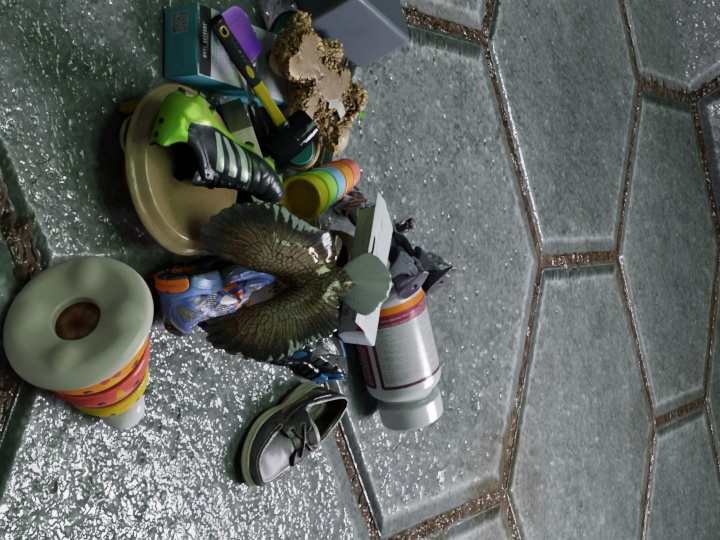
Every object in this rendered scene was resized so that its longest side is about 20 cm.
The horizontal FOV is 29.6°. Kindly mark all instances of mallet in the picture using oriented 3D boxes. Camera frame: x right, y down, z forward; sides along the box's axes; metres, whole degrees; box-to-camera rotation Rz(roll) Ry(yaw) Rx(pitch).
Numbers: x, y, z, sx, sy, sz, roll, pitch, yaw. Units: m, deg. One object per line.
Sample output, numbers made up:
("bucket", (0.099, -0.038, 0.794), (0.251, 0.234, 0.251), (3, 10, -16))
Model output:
("mallet", (-0.108, -0.213, 1.548), (0.066, 0.041, 0.201), (-35, 127, -15))

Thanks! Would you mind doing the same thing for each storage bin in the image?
("storage bin", (-0.011, -0.359, 1.739), (0.200, 0.145, 0.135), (25, 42, -60))

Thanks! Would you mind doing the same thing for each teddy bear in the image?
("teddy bear", (-0.057, -0.226, 1.668), (0.200, 0.066, 0.146), (23, 84, -56))

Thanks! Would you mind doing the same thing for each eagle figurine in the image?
("eagle figurine", (-0.080, 0.016, 1.496), (0.151, 0.152, 0.200), (-52, 156, 16))

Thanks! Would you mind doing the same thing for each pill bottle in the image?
("pill bottle", (0.051, 0.112, 1.888), (0.110, 0.109, 0.201), (-43, 124, -55))

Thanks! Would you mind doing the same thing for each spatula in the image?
("spatula", (-0.125, -0.209, 1.584), (0.057, 0.020, 0.201), (-52, 139, -49))

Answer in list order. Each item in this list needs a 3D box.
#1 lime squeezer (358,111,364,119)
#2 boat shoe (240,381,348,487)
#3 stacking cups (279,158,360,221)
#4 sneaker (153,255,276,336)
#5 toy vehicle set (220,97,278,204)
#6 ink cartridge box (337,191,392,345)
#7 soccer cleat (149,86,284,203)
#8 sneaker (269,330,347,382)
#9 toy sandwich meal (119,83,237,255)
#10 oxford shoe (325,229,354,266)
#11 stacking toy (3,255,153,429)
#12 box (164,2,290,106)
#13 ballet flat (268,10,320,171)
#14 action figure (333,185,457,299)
("lime squeezer", (-0.042, -0.206, 1.838), (0.200, 0.038, 0.071), (-48, 159, -54))
("boat shoe", (-0.079, 0.200, 1.684), (0.200, 0.064, 0.072), (-41, 124, -55))
("stacking cups", (-0.048, -0.106, 1.767), (0.200, 0.060, 0.061), (-35, 118, -70))
("sneaker", (-0.167, 0.028, 1.551), (0.199, 0.075, 0.079), (-10, 110, -56))
("toy vehicle set", (-0.118, -0.094, 1.614), (0.124, 0.026, 0.201), (-116, -172, -64))
("ink cartridge box", (0.000, 0.000, 1.675), (0.200, 0.047, 0.161), (59, 40, -77))
("soccer cleat", (-0.154, -0.115, 1.455), (0.200, 0.067, 0.081), (42, 69, -47))
("sneaker", (-0.078, 0.080, 1.709), (0.200, 0.073, 0.083), (44, 39, -62))
("toy sandwich meal", (-0.205, -0.107, 1.489), (0.205, 0.070, 0.207), (13, 75, -57))
("oxford shoe", (-0.042, -0.009, 1.757), (0.200, 0.084, 0.073), (-31, 112, -60))
("stacking toy", (-0.252, 0.094, 1.343), (0.201, 0.145, 0.147), (74, 27, -54))
("box", (-0.154, -0.251, 1.608), (0.200, 0.049, 0.083), (8, 80, -61))
("ballet flat", (-0.087, -0.227, 1.734), (0.063, 0.068, 0.202), (-79, 167, -87))
("action figure", (0.039, -0.048, 1.845), (0.130, 0.070, 0.200), (8, 37, -51))
